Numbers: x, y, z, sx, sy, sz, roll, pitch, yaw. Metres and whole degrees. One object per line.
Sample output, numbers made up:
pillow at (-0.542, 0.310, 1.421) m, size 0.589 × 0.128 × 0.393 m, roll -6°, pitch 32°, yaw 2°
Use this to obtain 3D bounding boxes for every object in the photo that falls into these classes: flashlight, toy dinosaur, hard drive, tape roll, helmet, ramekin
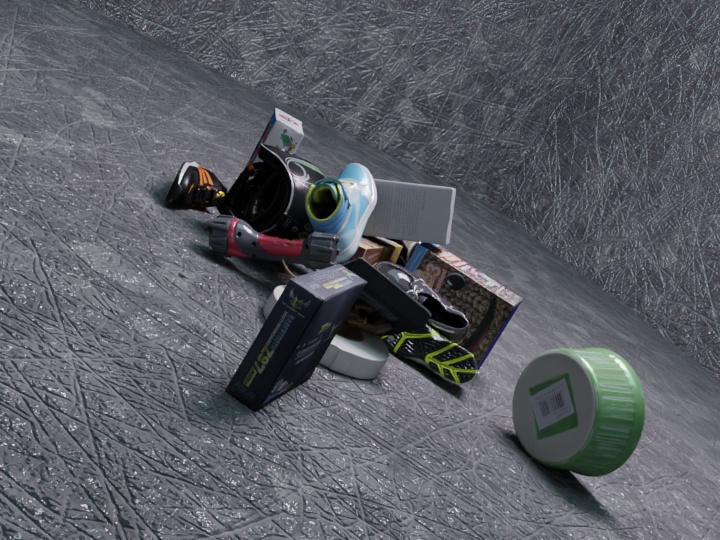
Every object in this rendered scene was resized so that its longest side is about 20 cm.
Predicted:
flashlight at (-0.135, -0.045, 1.599) m, size 0.200 × 0.068 × 0.068 m, roll 6°, pitch -9°, yaw 11°
toy dinosaur at (-0.047, 0.047, 1.516) m, size 0.200 × 0.060 × 0.106 m, roll 35°, pitch -16°, yaw 1°
hard drive at (0.012, 0.047, 1.561) m, size 0.140 × 0.033 × 0.200 m, roll 38°, pitch -18°, yaw -11°
tape roll at (-0.050, 0.090, 1.515) m, size 0.203 × 0.037 × 0.203 m, roll 29°, pitch 12°, yaw -7°
helmet at (-0.137, -0.112, 1.759) m, size 0.200 × 0.200 × 0.191 m, roll 37°, pitch 5°, yaw 27°
ramekin at (0.326, 0.213, 1.558) m, size 0.098 × 0.200 × 0.200 m, roll 11°, pitch 22°, yaw -36°

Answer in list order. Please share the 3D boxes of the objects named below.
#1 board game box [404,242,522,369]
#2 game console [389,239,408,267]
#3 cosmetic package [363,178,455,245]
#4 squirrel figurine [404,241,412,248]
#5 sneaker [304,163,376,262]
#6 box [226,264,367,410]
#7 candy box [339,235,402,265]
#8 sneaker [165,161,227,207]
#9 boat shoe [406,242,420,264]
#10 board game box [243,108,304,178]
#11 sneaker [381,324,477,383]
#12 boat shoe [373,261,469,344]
board game box at (0.156, 0.068, 1.789) m, size 0.200 × 0.160 × 0.097 m, roll 33°, pitch 13°, yaw 12°
game console at (0.045, -0.037, 1.966) m, size 0.177 × 0.031 × 0.200 m, roll 18°, pitch -28°, yaw 44°
cosmetic package at (0.061, -0.107, 1.780) m, size 0.200 × 0.102 × 0.071 m, roll 8°, pitch 5°, yaw 9°
squirrel figurine at (0.064, -0.055, 2.189) m, size 0.186 × 0.142 × 0.200 m, roll 22°, pitch -3°, yaw 10°
sneaker at (-0.031, -0.127, 1.655) m, size 0.079 × 0.200 × 0.131 m, roll -2°, pitch -39°, yaw 18°
box at (-0.073, 0.076, 1.244) m, size 0.051 × 0.158 × 0.200 m, roll 33°, pitch 12°, yaw 10°
candy box at (0.000, 0.000, 1.780) m, size 0.056 × 0.117 × 0.200 m, roll 26°, pitch 11°, yaw 16°
sneaker at (-0.283, -0.146, 1.807) m, size 0.090 × 0.070 × 0.200 m, roll 26°, pitch 11°, yaw -5°
boat shoe at (0.143, 0.028, 1.909) m, size 0.063 × 0.074 × 0.202 m, roll 6°, pitch -45°, yaw 38°
board game box at (-0.182, -0.201, 1.952) m, size 0.064 × 0.200 × 0.148 m, roll 28°, pitch 13°, yaw -13°
sneaker at (0.103, 0.128, 1.685) m, size 0.200 × 0.075 × 0.076 m, roll 37°, pitch -7°, yaw 15°
boat shoe at (0.103, 0.045, 1.707) m, size 0.200 × 0.073 × 0.063 m, roll 39°, pitch -21°, yaw 6°
